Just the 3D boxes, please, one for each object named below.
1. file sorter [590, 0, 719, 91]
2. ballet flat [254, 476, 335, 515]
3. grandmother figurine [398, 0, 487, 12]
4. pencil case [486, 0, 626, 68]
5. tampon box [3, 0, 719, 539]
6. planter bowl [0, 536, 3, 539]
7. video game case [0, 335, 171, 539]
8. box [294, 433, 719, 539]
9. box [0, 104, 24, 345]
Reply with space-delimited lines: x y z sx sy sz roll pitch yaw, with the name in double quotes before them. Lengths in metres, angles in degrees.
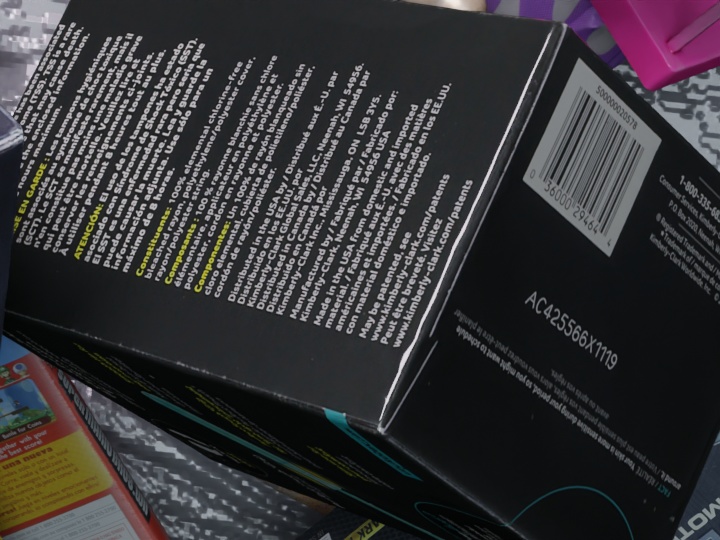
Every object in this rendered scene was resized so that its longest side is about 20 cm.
"file sorter" 0.118 -0.186 0.809 0.125 0.139 0.200 -38 79 41
"ballet flat" 0.058 0.083 0.908 0.200 0.068 0.067 -3 111 -4
"grandmother figurine" 0.031 -0.128 0.723 0.200 0.061 0.121 13 97 7
"pencil case" 0.041 -0.152 0.875 0.200 0.084 0.085 44 124 -8
"tampon box" 0.000 0.000 0.776 0.150 0.200 0.126 37 74 -45
"planter bowl" -0.215 0.132 0.826 0.200 0.083 0.200 5 127 7
"video game case" -0.153 0.081 0.858 0.143 0.017 0.200 -22 120 11
"box" 0.080 0.107 0.867 0.200 0.051 0.158 -38 125 12
"box" -0.231 -0.019 0.682 0.198 0.123 0.200 -30 62 -32
